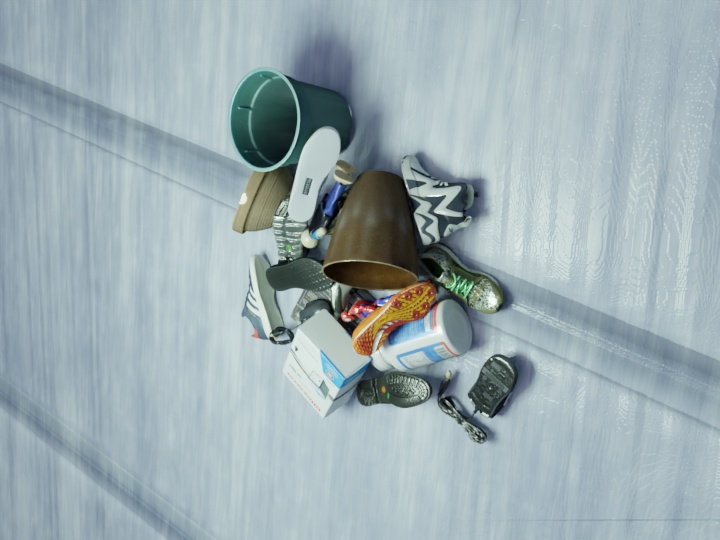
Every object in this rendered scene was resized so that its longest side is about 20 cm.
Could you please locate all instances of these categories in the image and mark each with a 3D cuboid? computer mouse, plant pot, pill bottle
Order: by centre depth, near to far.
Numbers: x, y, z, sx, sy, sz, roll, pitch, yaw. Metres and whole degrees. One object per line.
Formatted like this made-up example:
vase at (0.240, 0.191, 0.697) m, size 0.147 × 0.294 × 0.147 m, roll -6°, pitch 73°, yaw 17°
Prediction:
plant pot at (0.029, -0.083, 1.543) m, size 0.186 × 0.186 × 0.202 m, roll -6°, pitch 69°, yaw 35°
computer mouse at (0.231, 0.226, 1.564) m, size 0.140 × 0.046 × 0.201 m, roll 38°, pitch 122°, yaw 30°
pill bottle at (0.112, 0.136, 1.587) m, size 0.199 × 0.112 × 0.113 m, roll -21°, pitch 86°, yaw 35°
plant pot at (-0.132, -0.303, 1.630) m, size 0.199 × 0.195 × 0.202 m, roll 5°, pitch 99°, yaw 39°
plant pot at (-0.197, -0.161, 1.731) m, size 0.092 × 0.201 × 0.202 m, roll 24°, pitch 114°, yaw -2°
computer mouse at (-0.138, 0.118, 1.748) m, size 0.199 × 0.034 × 0.059 m, roll -33°, pitch 80°, yaw 35°

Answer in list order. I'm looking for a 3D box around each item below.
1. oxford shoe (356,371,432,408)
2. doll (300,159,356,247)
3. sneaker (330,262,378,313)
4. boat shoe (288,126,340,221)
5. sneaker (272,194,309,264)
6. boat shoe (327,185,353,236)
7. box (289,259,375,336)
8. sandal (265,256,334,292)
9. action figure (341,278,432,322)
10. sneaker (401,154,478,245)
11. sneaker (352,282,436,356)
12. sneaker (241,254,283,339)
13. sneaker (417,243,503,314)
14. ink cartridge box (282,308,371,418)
oxford shoe at (0.084, 0.241, 1.638) m, size 0.199 × 0.084 × 0.073 m, roll -8°, pitch 84°, yaw 51°
doll at (-0.067, -0.124, 1.602) m, size 0.048 × 0.137 × 0.201 m, roll 23°, pitch 125°, yaw -9°
sneaker at (0.000, 0.000, 1.639) m, size 0.079 × 0.074 × 0.201 m, roll 27°, pitch 89°, yaw 14°
boat shoe at (-0.092, -0.196, 1.573) m, size 0.070 × 0.070 × 0.201 m, roll 16°, pitch 115°, yaw -10°
sneaker at (-0.141, -0.090, 1.721) m, size 0.074 × 0.116 × 0.201 m, roll 10°, pitch 121°, yaw 6°
boat shoe at (-0.018, -0.135, 1.665) m, size 0.201 × 0.060 × 0.072 m, roll -37°, pitch 76°, yaw 33°
box at (-0.045, 0.098, 1.729) m, size 0.200 × 0.048 × 0.159 m, roll 40°, pitch 119°, yaw 23°
sandal at (-0.121, 0.003, 1.660) m, size 0.199 × 0.048 × 0.076 m, roll -1°, pitch 115°, yaw 45°
action figure at (0.052, 0.068, 1.613) m, size 0.198 × 0.065 × 0.052 m, roll -16°, pitch 101°, yaw 17°
sneaker at (0.157, -0.152, 1.538) m, size 0.129 × 0.080 × 0.200 m, roll -15°, pitch 52°, yaw 3°
sneaker at (0.059, 0.081, 1.541) m, size 0.199 × 0.077 × 0.073 m, roll -36°, pitch 112°, yaw 13°
sneaker at (-0.243, 0.065, 1.847) m, size 0.084 × 0.075 × 0.202 m, roll -9°, pitch 93°, yaw 31°
sneaker at (0.182, 0.023, 1.533) m, size 0.199 × 0.088 × 0.077 m, roll 35°, pitch 116°, yaw 25°
ink cartridge box at (-0.075, 0.199, 1.677) m, size 0.146 × 0.086 × 0.200 m, roll 46°, pitch 145°, yaw 16°
